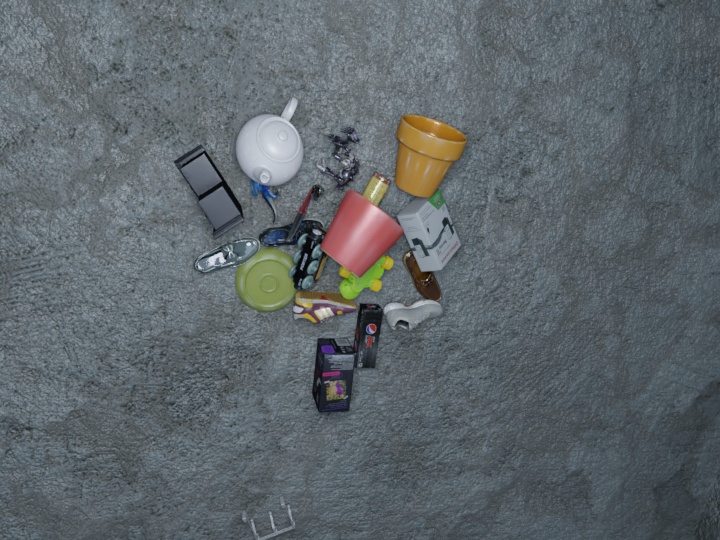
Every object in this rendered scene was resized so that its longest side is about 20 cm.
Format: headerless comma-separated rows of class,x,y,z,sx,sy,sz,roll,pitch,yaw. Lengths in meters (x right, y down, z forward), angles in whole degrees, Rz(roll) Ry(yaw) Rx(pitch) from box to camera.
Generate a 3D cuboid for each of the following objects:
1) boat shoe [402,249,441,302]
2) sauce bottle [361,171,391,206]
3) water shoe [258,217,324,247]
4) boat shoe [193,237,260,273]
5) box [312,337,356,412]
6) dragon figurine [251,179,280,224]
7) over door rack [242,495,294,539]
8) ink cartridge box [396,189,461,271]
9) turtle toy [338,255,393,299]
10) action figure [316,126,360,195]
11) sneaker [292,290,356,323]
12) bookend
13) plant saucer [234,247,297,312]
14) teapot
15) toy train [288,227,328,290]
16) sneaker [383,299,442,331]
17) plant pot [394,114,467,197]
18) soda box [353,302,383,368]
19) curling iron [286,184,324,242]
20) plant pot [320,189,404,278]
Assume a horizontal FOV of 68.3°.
boat shoe,0.203,0.027,1.697,0.071,0.068,0.201,-35,113,-2
sauce bottle,0.019,-0.192,1.581,0.065,0.066,0.202,26,101,-21
water shoe,-0.195,-0.100,1.541,0.196,0.079,0.073,-13,111,-11
boat shoe,-0.380,-0.041,1.512,0.197,0.062,0.074,-20,95,-7
box,-0.086,0.330,1.685,0.104,0.122,0.204,2,107,-17
dragon figurine,-0.276,-0.234,1.486,0.097,0.059,0.204,0,103,-13
over door rack,-0.309,0.839,1.808,0.145,0.067,0.202,-18,132,-9
ink cartridge box,0.212,-0.119,1.612,0.147,0.082,0.202,-46,119,-37
turtle toy,0.000,0.000,1.615,0.144,0.101,0.203,25,100,-19
action figure,-0.055,-0.311,1.502,0.119,0.102,0.201,-42,158,-28
sneaker,-0.111,0.120,1.645,0.196,0.075,0.092,8,113,-11
bookend,-0.398,-0.208,1.386,0.091,0.200,0.201,-32,113,-3
plant saucer,-0.275,0.034,1.589,0.196,0.031,0.204,-4,108,-14
teapot,-0.225,-0.331,1.393,0.195,0.145,0.203,-23,90,-31
toy train,-0.138,-0.034,1.554,0.113,0.085,0.203,-22,140,-52
sneaker,0.174,0.154,1.708,0.196,0.093,0.076,-5,139,-10
plant pot,0.183,-0.321,1.526,0.196,0.201,0.186,8,120,-17
soda box,0.021,0.209,1.708,0.069,0.063,0.204,3,107,-17
curling iron,-0.161,-0.166,1.510,0.026,0.049,0.202,44,66,-36
plant pot,-0.007,-0.092,1.455,0.199,0.200,0.178,37,90,-22
